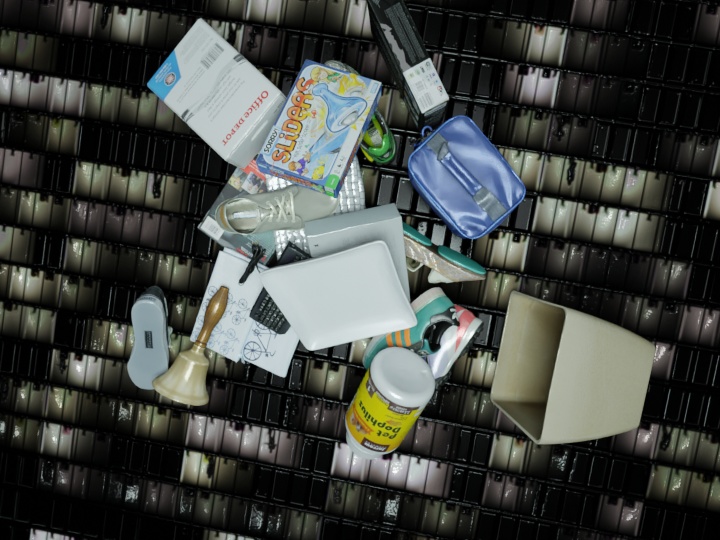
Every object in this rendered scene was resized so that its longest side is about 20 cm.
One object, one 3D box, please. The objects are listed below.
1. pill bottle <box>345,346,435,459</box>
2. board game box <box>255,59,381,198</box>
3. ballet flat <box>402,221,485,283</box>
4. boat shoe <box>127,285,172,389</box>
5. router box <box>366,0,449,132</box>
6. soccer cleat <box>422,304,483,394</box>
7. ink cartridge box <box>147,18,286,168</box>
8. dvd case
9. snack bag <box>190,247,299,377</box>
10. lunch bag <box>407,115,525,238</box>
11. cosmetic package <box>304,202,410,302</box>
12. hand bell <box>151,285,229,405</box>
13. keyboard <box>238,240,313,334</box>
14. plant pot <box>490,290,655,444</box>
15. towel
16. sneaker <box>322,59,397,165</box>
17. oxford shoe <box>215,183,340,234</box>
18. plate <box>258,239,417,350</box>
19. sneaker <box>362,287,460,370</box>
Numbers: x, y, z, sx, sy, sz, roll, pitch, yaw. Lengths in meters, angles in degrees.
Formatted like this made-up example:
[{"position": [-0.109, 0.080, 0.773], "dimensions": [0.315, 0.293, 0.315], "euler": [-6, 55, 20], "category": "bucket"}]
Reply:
[{"position": [0.040, 0.229, 0.869], "dimensions": [0.108, 0.110, 0.201], "euler": [24, 128, 3], "category": "pill bottle"}, {"position": [-0.062, -0.226, 0.822], "dimensions": [0.134, 0.035, 0.202], "euler": [19, 74, 8], "category": "board game box"}, {"position": [0.121, -0.020, 0.912], "dimensions": [0.199, 0.068, 0.068], "euler": [30, 114, 7], "category": "ballet flat"}, {"position": [-0.381, 0.122, 0.946], "dimensions": [0.073, 0.068, 0.201], "euler": [3, 118, -7], "category": "boat shoe"}, {"position": [0.075, -0.338, 0.847], "dimensions": [0.051, 0.149, 0.202], "euler": [-26, 92, 6], "category": "router box"}, {"position": [0.134, 0.153, 0.919], "dimensions": [0.073, 0.068, 0.201], "euler": [37, 97, 21], "category": "soccer cleat"}, {"position": [-0.237, -0.299, 0.894], "dimensions": [0.200, 0.086, 0.147], "euler": [43, 95, 6], "category": "ink cartridge box"}, {"position": [-0.182, -0.118, 0.942], "dimensions": [0.145, 0.022, 0.201], "euler": [34, 94, 2], "category": "dvd case"}, {"position": [-0.193, 0.083, 0.943], "dimensions": [0.198, 0.021, 0.190], "euler": [24, 101, 3], "category": "snack bag"}, {"position": [0.167, -0.156, 0.859], "dimensions": [0.136, 0.132, 0.200], "euler": [-42, 90, 5], "category": "lunch bag"}, {"position": [0.000, 0.000, 0.863], "dimensions": [0.149, 0.052, 0.202], "euler": [-13, 126, -5], "category": "cosmetic package"}, {"position": [-0.280, 0.122, 0.919], "dimensions": [0.103, 0.104, 0.202], "euler": [23, 91, 3], "category": "hand bell"}, {"position": [-0.145, 0.025, 0.859], "dimensions": [0.127, 0.021, 0.200], "euler": [35, 131, -2], "category": "keyboard"}, {"position": [0.344, 0.158, 0.842], "dimensions": [0.175, 0.200, 0.202], "euler": [11, 94, -7], "category": "plant pot"}, {"position": [-0.075, -0.112, 0.891], "dimensions": [0.164, 0.086, 0.202], "euler": [-10, 102, -9], "category": "towel"}, {"position": [-0.002, -0.277, 0.888], "dimensions": [0.078, 0.085, 0.201], "euler": [-36, 89, 5], "category": "sneaker"}, {"position": [-0.125, -0.094, 0.810], "dimensions": [0.198, 0.058, 0.076], "euler": [-11, 99, -13], "category": "oxford shoe"}, {"position": [-0.029, 0.039, 0.815], "dimensions": [0.197, 0.033, 0.201], "euler": [-15, 133, 12], "category": "plate"}, {"position": [0.084, 0.122, 0.885], "dimensions": [0.200, 0.071, 0.080], "euler": [-47, 54, 21], "category": "sneaker"}]
